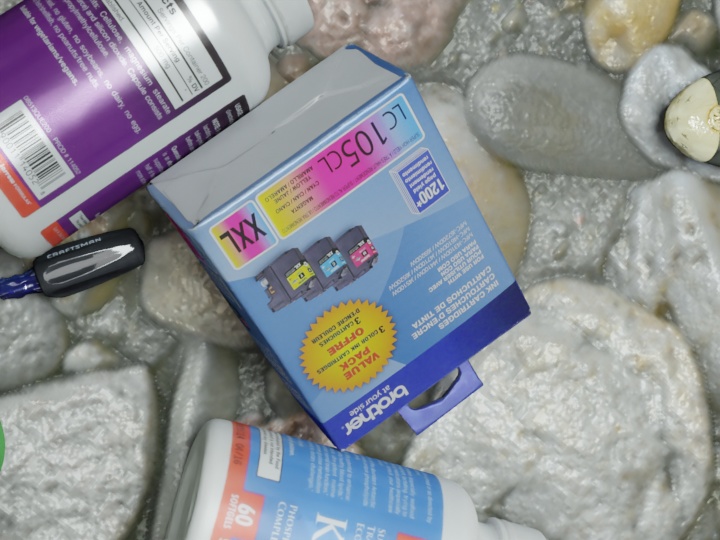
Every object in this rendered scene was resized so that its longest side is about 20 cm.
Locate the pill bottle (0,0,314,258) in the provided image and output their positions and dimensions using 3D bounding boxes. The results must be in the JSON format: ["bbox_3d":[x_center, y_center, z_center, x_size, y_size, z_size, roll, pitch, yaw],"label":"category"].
[{"bbox_3d":[-0.127,-0.102,0.707,0.200,0.112,0.112,-35,99,-7],"label":"pill bottle"}]

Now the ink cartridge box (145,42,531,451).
[{"bbox_3d":[0.000,0.000,0.733,0.136,0.076,0.200,-36,126,-7],"label":"ink cartridge box"}]

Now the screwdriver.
[{"bbox_3d":[-0.215,0.014,0.742,0.200,0.028,0.029,-15,66,-8],"label":"screwdriver"}]

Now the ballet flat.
[{"bbox_3d":[0.278,-0.095,0.810,0.200,0.057,0.066,-4,93,-10],"label":"ballet flat"}]

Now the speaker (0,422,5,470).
[{"bbox_3d":[-0.220,0.100,0.657,0.088,0.200,0.088,-1,94,-11],"label":"speaker"}]

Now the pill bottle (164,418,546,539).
[{"bbox_3d":[-0.003,0.157,0.746,0.200,0.112,0.112,15,91,-11],"label":"pill bottle"}]
